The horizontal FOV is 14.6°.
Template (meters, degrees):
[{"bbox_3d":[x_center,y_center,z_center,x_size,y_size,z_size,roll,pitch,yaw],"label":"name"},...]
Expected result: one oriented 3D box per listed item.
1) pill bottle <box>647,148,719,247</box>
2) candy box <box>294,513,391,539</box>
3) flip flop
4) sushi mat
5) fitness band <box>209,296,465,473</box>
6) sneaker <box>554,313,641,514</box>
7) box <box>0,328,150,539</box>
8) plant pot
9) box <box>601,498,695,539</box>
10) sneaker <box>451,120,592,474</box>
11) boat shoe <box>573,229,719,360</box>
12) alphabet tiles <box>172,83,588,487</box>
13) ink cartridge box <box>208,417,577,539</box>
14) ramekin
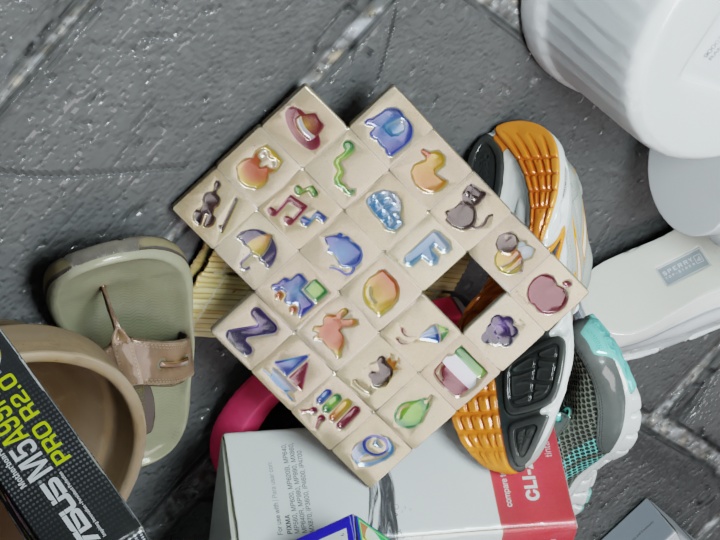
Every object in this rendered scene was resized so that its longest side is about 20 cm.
[{"bbox_3d":[0.274,-0.067,1.715,0.199,0.113,0.113,-6,132,-37],"label":"pill bottle"},{"bbox_3d":[-0.013,0.234,1.606,0.169,0.077,0.200,-26,142,24],"label":"candy box"},{"bbox_3d":[-0.124,0.052,1.530,0.081,0.058,0.201,-14,141,-11],"label":"flip flop"},{"bbox_3d":[-0.020,0.005,1.617,0.199,0.012,0.096,5,125,-43],"label":"sushi mat"},{"bbox_3d":[0.003,0.082,1.687,0.199,0.038,0.144,-14,147,-28],"label":"fitness band"},{"bbox_3d":[0.107,0.104,1.712,0.091,0.078,0.200,-18,149,-25],"label":"sneaker"},{"bbox_3d":[-0.134,0.135,1.378,0.044,0.160,0.200,-33,144,-11],"label":"box"},{"bbox_3d":[-0.219,0.091,1.468,0.200,0.093,0.201,-23,139,-21],"label":"plant pot"},{"bbox_3d":[0.200,0.261,2.050,0.156,0.041,0.200,-44,142,5],"label":"box"},{"bbox_3d":[0.104,0.021,1.623,0.092,0.075,0.201,27,68,-60],"label":"sneaker"},{"bbox_3d":[0.214,0.011,1.787,0.199,0.072,0.069,-27,164,-27],"label":"boat shoe"},{"bbox_3d":[0.000,0.000,1.540,0.167,0.008,0.200,-42,109,9],"label":"alphabet tiles"},{"bbox_3d":[0.013,0.160,1.650,0.199,0.084,0.145,-4,144,-11],"label":"ink cartridge box"},{"bbox_3d":[0.197,-0.158,1.568,0.200,0.098,0.201,-24,141,-21],"label":"ramekin"}]
